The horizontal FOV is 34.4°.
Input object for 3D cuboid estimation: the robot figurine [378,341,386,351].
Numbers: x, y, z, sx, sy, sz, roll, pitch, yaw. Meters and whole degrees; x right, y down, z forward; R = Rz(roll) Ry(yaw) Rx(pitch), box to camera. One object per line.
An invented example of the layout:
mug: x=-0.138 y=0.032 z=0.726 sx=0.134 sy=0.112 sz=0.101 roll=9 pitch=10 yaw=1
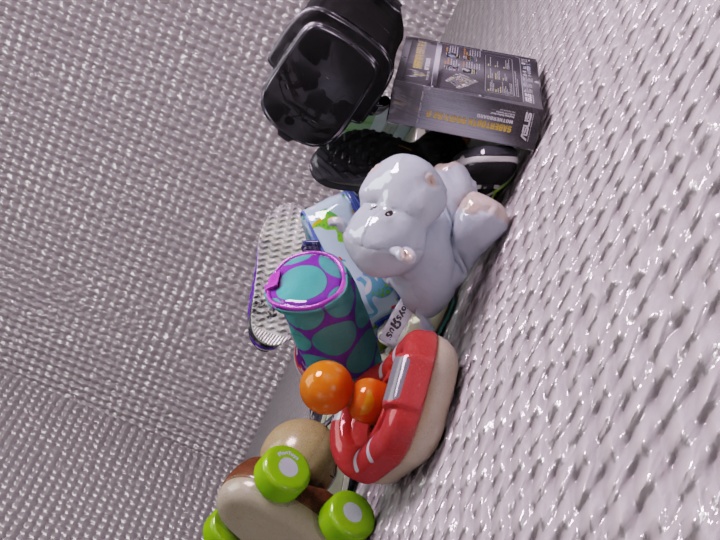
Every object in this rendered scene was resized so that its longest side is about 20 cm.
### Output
robot figurine: x=-0.010 y=0.029 z=1.550 sx=0.116 sy=0.175 sz=0.200 roll=-50 pitch=44 yaw=28

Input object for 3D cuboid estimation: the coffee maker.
coffee maker: x=-0.023 y=-0.246 z=1.233 sx=0.200 sy=0.134 sz=0.193 roll=-78 pitch=0 yaw=-67

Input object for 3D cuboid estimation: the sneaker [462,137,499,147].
sneaker: x=0.105 y=-0.102 z=1.416 sx=0.073 sy=0.084 sz=0.200 roll=-76 pitch=9 yaw=-54

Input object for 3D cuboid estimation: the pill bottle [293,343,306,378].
pill bottle: x=-0.031 y=0.106 z=1.760 sx=0.200 sy=0.112 sz=0.113 roll=122 pitch=170 yaw=-65

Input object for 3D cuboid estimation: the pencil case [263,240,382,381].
pencil case: x=-0.035 y=0.063 z=1.209 sx=0.200 sy=0.092 sz=0.085 roll=70 pitch=-143 yaw=-51

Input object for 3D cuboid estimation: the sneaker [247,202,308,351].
sneaker: x=-0.111 y=0.012 z=1.508 sx=0.100 sy=0.069 sz=0.201 roll=124 pitch=160 yaw=-67

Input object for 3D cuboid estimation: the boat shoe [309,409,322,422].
boat shoe: x=-0.032 y=0.171 z=1.480 sx=0.063 sy=0.073 sz=0.200 roll=38 pitch=124 yaw=44

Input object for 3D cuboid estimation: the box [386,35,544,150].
box: x=0.115 y=-0.197 z=1.271 sx=0.200 sy=0.158 sz=0.048 roll=-78 pitch=-2 yaw=-65

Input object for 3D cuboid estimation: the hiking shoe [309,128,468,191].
hiking shoe: x=0.027 y=-0.101 z=1.291 sx=0.101 sy=0.200 sz=0.076 roll=-57 pitch=47 yaw=46

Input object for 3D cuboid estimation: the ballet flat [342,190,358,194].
ballet flat: x=0.012 y=-0.089 z=1.544 sx=0.200 sy=0.068 sz=0.069 roll=141 pitch=130 yaw=-78

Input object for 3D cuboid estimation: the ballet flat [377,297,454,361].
ballet flat: x=0.038 y=0.097 z=1.311 sx=0.070 sy=0.069 sz=0.200 roll=-76 pitch=11 yaw=-64

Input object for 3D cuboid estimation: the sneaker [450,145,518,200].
sneaker: x=0.123 y=-0.065 z=1.272 sx=0.200 sy=0.072 sz=0.083 roll=123 pitch=141 yaw=-61

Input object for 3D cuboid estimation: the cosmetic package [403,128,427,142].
cosmetic package: x=0.091 y=-0.125 z=1.568 sx=0.200 sy=0.087 sz=0.104 roll=138 pitch=141 yaw=-77

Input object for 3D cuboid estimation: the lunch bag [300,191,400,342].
lunch bag: x=0.000 y=0.000 z=1.377 sx=0.082 sy=0.161 sz=0.200 roll=-27 pitch=-13 yaw=-3

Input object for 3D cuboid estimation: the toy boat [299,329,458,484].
toy boat: x=0.004 y=0.125 z=1.112 sx=0.200 sy=0.130 sz=0.131 roll=124 pitch=165 yaw=-65

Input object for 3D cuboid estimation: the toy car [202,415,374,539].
toy car: x=-0.055 y=0.225 z=1.276 sx=0.164 sy=0.158 sz=0.200 roll=-50 pitch=7 yaw=41

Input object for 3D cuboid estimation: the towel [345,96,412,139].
towel: x=0.075 y=-0.202 z=1.529 sx=0.149 sy=0.199 sz=0.031 roll=131 pitch=144 yaw=-76

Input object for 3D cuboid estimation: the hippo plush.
hippo plush: x=0.030 y=-0.036 z=1.144 sx=0.161 sy=0.159 sz=0.200 roll=29 pitch=-94 yaw=-53

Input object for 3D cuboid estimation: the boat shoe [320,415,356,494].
boat shoe: x=-0.035 y=0.247 z=1.424 sx=0.066 sy=0.074 sz=0.200 roll=23 pitch=-97 yaw=-65
